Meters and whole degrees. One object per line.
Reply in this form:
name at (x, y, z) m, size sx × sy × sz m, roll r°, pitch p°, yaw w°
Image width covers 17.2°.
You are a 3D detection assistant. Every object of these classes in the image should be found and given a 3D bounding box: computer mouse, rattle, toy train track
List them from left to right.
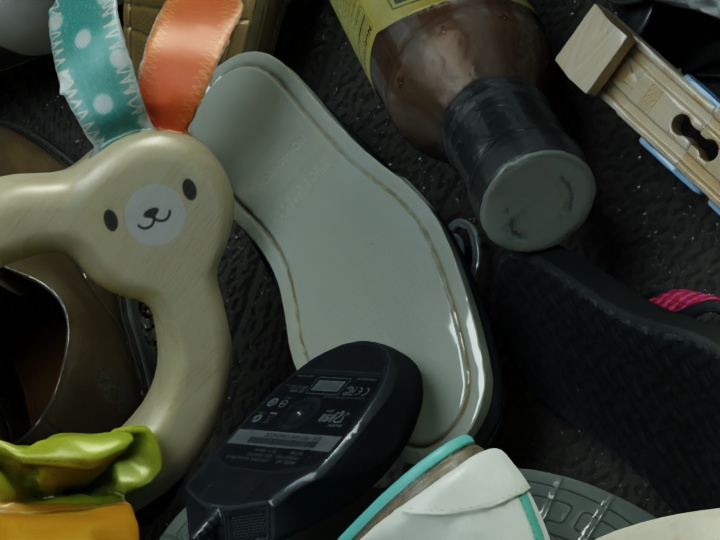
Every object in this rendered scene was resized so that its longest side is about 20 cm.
rattle at (-0.085, 0.004, 0.773) m, size 0.201 × 0.130 × 0.143 m, roll -61°, pitch 2°, yaw 7°
computer mouse at (-0.045, 0.093, 0.714) m, size 0.058 × 0.034 × 0.200 m, roll 3°, pitch 41°, yaw 50°
toy train track at (0.127, -0.016, 0.733) m, size 0.200 × 0.032 × 0.115 m, roll 47°, pitch 111°, yaw 30°

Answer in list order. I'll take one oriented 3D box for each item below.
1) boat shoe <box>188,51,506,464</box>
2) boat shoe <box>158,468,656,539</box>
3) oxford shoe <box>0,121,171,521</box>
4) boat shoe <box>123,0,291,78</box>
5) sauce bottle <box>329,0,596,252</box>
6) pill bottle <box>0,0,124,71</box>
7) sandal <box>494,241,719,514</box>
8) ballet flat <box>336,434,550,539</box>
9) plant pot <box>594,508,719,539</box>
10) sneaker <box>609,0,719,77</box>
boat shoe at (0.000, 0.000, 0.833) m, size 0.075 × 0.062 × 0.200 m, roll -49°, pitch 46°, yaw 7°
boat shoe at (0.025, 0.111, 0.762) m, size 0.201 × 0.065 × 0.075 m, roll -2°, pitch 42°, yaw 31°
oxford shoe at (-0.131, 0.002, 0.918) m, size 0.073 × 0.084 × 0.200 m, roll -43°, pitch 47°, yaw 13°
boat shoe at (-0.040, -0.139, 0.930) m, size 0.073 × 0.069 × 0.202 m, roll 17°, pitch 100°, yaw 39°
sauce bottle at (0.031, -0.081, 0.832) m, size 0.065 × 0.065 × 0.201 m, roll -41°, pitch 40°, yaw 13°
pill bottle at (-0.177, -0.136, 1.003) m, size 0.199 × 0.116 × 0.117 m, roll -16°, pitch 58°, yaw 30°
sandal at (0.105, 0.037, 0.725) m, size 0.045 × 0.076 × 0.200 m, roll -15°, pitch 27°, yaw -21°
ballet flat at (-0.017, 0.129, 0.704) m, size 0.200 × 0.069 × 0.070 m, roll -42°, pitch 47°, yaw 26°
plant pot at (0.101, 0.169, 0.596) m, size 0.199 × 0.200 × 0.185 m, roll -22°, pitch 44°, yaw 26°
sneaker at (0.100, -0.113, 0.817) m, size 0.199 × 0.060 × 0.105 m, roll 9°, pitch 69°, yaw 34°
